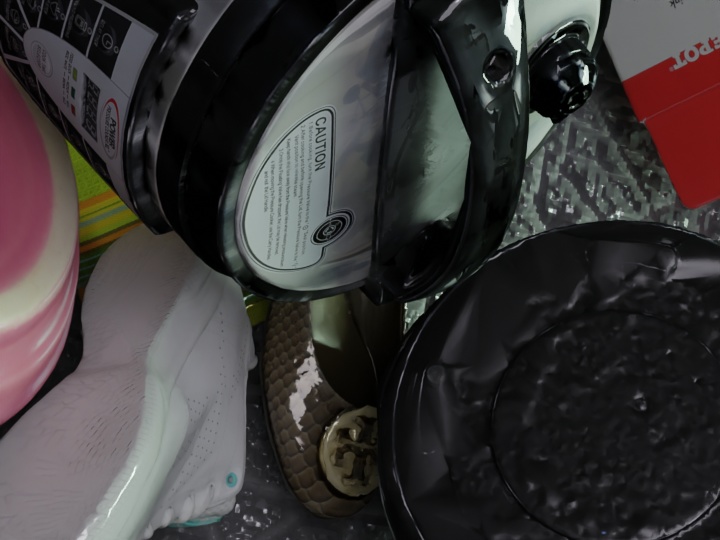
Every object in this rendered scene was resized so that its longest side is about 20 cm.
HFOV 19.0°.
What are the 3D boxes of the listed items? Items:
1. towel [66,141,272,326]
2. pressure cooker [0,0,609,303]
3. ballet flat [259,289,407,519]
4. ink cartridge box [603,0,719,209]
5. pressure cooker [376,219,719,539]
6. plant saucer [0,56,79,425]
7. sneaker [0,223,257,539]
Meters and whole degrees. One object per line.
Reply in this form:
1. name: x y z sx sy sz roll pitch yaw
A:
1. towel: -0.093 -0.062 0.844 0.086 0.018 0.201 -25 107 -21
2. pressure cooker: -0.014 -0.091 0.720 0.179 0.176 0.200 -49 63 15
3. ballet flat: 0.000 0.000 0.870 0.067 0.046 0.201 17 74 -46
4. ink cartridge box: 0.153 -0.140 0.895 0.067 0.116 0.201 -21 87 -45
5. pressure cooker: 0.097 0.096 0.824 0.175 0.200 0.179 -7 65 5
6. plant saucer: -0.169 -0.037 0.733 0.200 0.051 0.201 32 42 -34
7. sneaker: -0.079 0.072 0.783 0.089 0.075 0.200 61 36 -32
